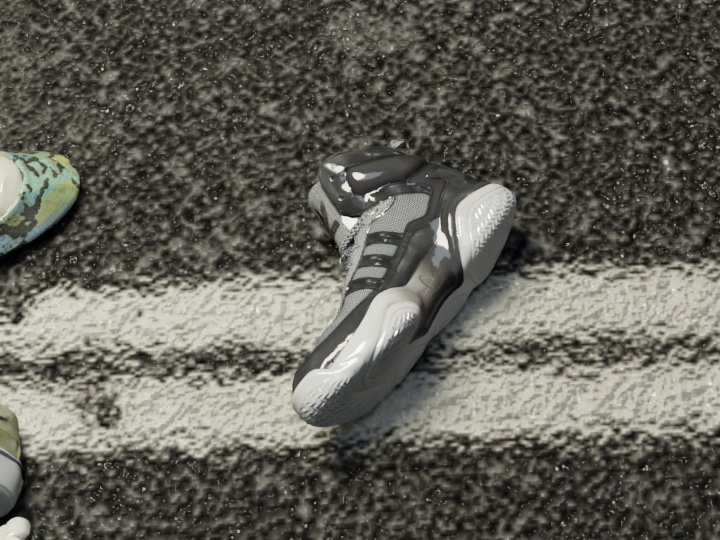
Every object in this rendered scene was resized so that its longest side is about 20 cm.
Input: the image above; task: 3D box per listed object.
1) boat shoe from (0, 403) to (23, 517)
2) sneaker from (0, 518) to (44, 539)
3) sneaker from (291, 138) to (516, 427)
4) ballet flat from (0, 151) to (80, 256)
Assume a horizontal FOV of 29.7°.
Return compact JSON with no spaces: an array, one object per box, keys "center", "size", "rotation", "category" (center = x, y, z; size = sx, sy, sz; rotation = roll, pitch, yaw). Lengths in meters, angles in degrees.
[{"center":[-0.270,0.074,0.739],"size":[0.072,0.200,0.063],"rotation":[-32,41,23],"category":"boat shoe"},{"center":[-0.200,0.211,0.682],"size":[0.080,0.076,0.201],"rotation":[-11,39,11],"category":"sneaker"},{"center":[0.000,0.000,0.823],"size":[0.113,0.076,0.200],"rotation":[34,61,19],"category":"sneaker"},{"center":[-0.272,-0.033,0.847],"size":[0.198,0.075,0.075],"rotation":[-26,63,-13],"category":"ballet flat"}]
